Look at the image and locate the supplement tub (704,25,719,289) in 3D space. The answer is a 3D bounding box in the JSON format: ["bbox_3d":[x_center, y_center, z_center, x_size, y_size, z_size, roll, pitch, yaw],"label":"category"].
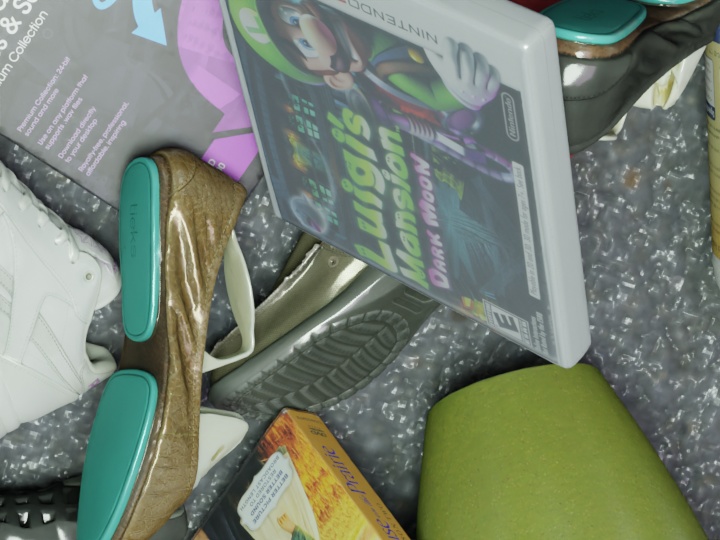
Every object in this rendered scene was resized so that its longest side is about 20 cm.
[{"bbox_3d":[0.244,-0.053,1.100,0.143,0.144,0.202,-8,108,-10],"label":"supplement tub"}]

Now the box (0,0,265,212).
[{"bbox_3d":[-0.117,-0.115,1.059,0.199,0.036,0.144,33,97,-18],"label":"box"}]

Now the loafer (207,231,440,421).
[{"bbox_3d":[0.000,0.000,1.109,0.199,0.070,0.075,-38,147,10],"label":"loafer"}]

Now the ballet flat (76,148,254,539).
[{"bbox_3d":[-0.086,0.045,1.052,0.072,0.068,0.202,9,85,-30],"label":"ballet flat"}]

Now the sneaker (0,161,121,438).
[{"bbox_3d":[-0.171,-0.018,1.057,0.099,0.075,0.201,-19,124,-13],"label":"sneaker"}]

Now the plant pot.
[{"bbox_3d":[0.099,0.156,1.104,0.185,0.187,0.202,-12,72,-9],"label":"plant pot"}]

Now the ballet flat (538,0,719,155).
[{"bbox_3d":[0.116,-0.101,0.998,0.067,0.200,0.069,18,118,24],"label":"ballet flat"}]

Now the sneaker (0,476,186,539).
[{"bbox_3d":[-0.185,0.146,1.091,0.198,0.075,0.080,5,109,-13],"label":"sneaker"}]

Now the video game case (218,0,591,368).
[{"bbox_3d":[0.016,-0.061,0.970,0.023,0.181,0.201,-45,145,-26],"label":"video game case"}]

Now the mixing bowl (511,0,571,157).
[{"bbox_3d":[0.041,-0.149,1.023,0.107,0.200,0.202,6,109,28],"label":"mixing bowl"}]

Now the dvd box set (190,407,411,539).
[{"bbox_3d":[-0.021,0.186,1.077,0.029,0.200,0.147,17,115,-45],"label":"dvd box set"}]
